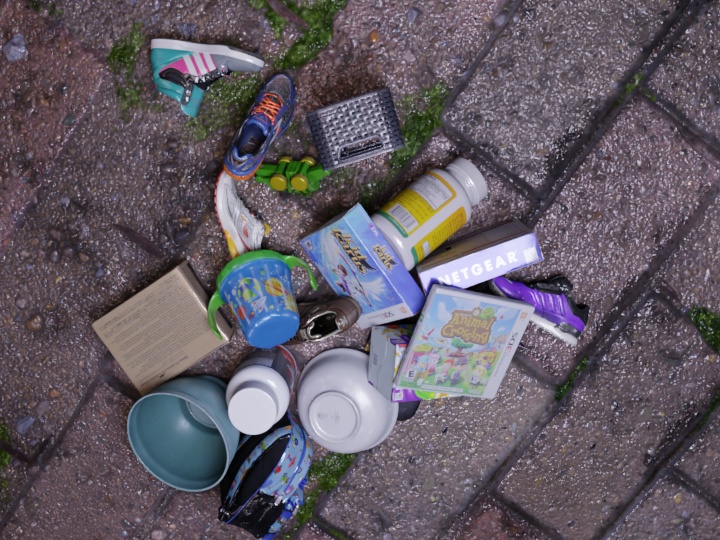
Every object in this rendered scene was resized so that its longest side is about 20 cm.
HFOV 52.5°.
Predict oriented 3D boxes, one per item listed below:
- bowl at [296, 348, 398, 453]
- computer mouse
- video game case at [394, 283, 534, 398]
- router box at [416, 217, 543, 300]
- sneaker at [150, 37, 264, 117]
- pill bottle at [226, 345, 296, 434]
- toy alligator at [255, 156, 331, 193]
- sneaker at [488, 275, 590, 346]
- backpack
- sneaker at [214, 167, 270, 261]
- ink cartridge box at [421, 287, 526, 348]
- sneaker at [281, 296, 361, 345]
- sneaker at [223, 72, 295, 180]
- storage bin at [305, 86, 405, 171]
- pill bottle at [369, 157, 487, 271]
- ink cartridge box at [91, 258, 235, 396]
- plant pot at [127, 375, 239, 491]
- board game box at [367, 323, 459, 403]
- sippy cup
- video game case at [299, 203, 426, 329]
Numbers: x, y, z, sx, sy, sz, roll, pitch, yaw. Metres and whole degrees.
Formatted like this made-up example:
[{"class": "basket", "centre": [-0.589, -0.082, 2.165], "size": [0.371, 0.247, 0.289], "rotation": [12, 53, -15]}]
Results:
[{"class": "bowl", "centre": [-0.035, 0.250, 1.322], "size": [0.198, 0.090, 0.204], "rotation": [3, 102, 14]}, {"class": "computer mouse", "centre": [0.066, 0.182, 1.347], "size": [0.139, 0.046, 0.202], "rotation": [20, 102, -4]}, {"class": "video game case", "centre": [0.171, 0.122, 1.193], "size": [0.198, 0.022, 0.184], "rotation": [11, 111, -26]}, {"class": "router box", "centre": [0.191, -0.023, 1.234], "size": [0.198, 0.180, 0.049], "rotation": [-20, 100, 6]}, {"class": "sneaker", "centre": [-0.264, -0.319, 1.232], "size": [0.197, 0.084, 0.123], "rotation": [8, 97, 8]}, {"class": "pill bottle", "centre": [-0.175, 0.207, 1.282], "size": [0.109, 0.200, 0.112], "rotation": [0, 103, 1]}, {"class": "toy alligator", "centre": [-0.140, -0.162, 1.282], "size": [0.197, 0.060, 0.055], "rotation": [3, 137, 18]}, {"class": "sneaker", "centre": [0.325, 0.044, 1.306], "size": [0.199, 0.070, 0.100], "rotation": [32, 94, -9]}, {"class": "backpack", "centre": [-0.161, 0.357, 1.326], "size": [0.134, 0.183, 0.201], "rotation": [36, 97, -24]}, {"class": "sneaker", "centre": [-0.204, -0.087, 1.292], "size": [0.081, 0.078, 0.202], "rotation": [-16, 110, 1]}, {"class": "ink cartridge box", "centre": [0.201, 0.078, 1.296], "size": [0.198, 0.095, 0.037], "rotation": [25, 97, -3]}, {"class": "sneaker", "centre": [-0.095, 0.095, 1.292], "size": [0.198, 0.076, 0.071], "rotation": [-21, 101, 29]}, {"class": "sneaker", "centre": [-0.164, -0.247, 1.231], "size": [0.075, 0.078, 0.202], "rotation": [25, 78, -8]}, {"class": "storage bin", "centre": [-0.006, -0.231, 1.184], "size": [0.133, 0.200, 0.095], "rotation": [-16, 101, 5]}, {"class": "pill bottle", "centre": [0.116, -0.100, 1.233], "size": [0.199, 0.113, 0.113], "rotation": [-40, 99, -14]}, {"class": "ink cartridge box", "centre": [-0.356, 0.103, 1.330], "size": [0.199, 0.075, 0.166], "rotation": [-32, 101, 7]}, {"class": "plant pot", "centre": [-0.299, 0.274, 1.320], "size": [0.198, 0.134, 0.203], "rotation": [7, 115, 16]}, {"class": "board game box", "centre": [0.125, 0.156, 1.272], "size": [0.197, 0.103, 0.106], "rotation": [-2, 104, -24]}, {"class": "sippy cup", "centre": [-0.167, 0.057, 1.258], "size": [0.139, 0.131, 0.178], "rotation": [10, 131, -43]}, {"class": "video game case", "centre": [0.000, 0.000, 1.250], "size": [0.045, 0.181, 0.201], "rotation": [-41, 100, -30]}]
